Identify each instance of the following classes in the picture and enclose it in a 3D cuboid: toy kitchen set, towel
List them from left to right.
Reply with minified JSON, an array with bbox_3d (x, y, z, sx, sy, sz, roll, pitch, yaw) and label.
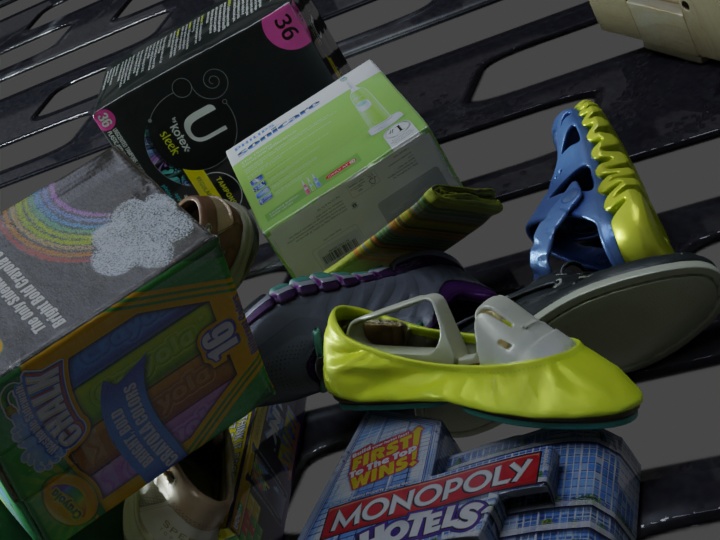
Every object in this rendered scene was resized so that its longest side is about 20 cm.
[{"bbox_3d":[0.000,0.000,1.094,0.199,0.018,0.086,-35,-22,28],"label":"towel"},{"bbox_3d":[0.265,-0.277,1.194,0.163,0.181,0.200,-38,30,-14],"label":"toy kitchen set"}]

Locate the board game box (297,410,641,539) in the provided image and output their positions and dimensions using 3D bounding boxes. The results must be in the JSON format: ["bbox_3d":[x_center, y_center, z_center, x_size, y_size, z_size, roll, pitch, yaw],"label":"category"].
[{"bbox_3d":[0.044,0.141,0.850,0.198,0.062,0.201,-21,29,24],"label":"board game box"}]

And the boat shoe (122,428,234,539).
[{"bbox_3d":[-0.102,0.093,0.947,0.065,0.071,0.201,-56,28,24],"label":"boat shoe"}]

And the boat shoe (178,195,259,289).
[{"bbox_3d":[-0.149,0.033,1.173,0.075,0.072,0.202,22,86,34],"label":"boat shoe"}]

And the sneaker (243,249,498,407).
[{"bbox_3d":[0.005,0.040,1.016,0.199,0.075,0.087,-23,28,-30],"label":"sneaker"}]

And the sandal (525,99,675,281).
[{"bbox_3d":[0.143,-0.044,1.051,0.087,0.080,0.201,-29,24,14],"label":"sandal"}]

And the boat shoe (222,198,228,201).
[{"bbox_3d":[-0.151,0.031,1.264,0.203,0.075,0.075,-52,32,-11],"label":"boat shoe"}]

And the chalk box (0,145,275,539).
[{"bbox_3d":[-0.168,0.052,0.863,0.199,0.125,0.124,-33,44,-18],"label":"chalk box"}]

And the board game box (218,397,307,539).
[{"bbox_3d":[-0.124,0.142,1.047,0.164,0.057,0.201,-21,29,19],"label":"board game box"}]

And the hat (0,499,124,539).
[{"bbox_3d":[-0.209,0.130,0.885,0.164,0.177,0.201,-3,46,25],"label":"hat"}]

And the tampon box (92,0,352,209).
[{"bbox_3d":[-0.111,-0.148,1.434,0.199,0.151,0.127,-28,25,11],"label":"tampon box"}]

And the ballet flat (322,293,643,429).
[{"bbox_3d":[0.059,0.046,0.885,0.198,0.068,0.067,1,15,37],"label":"ballet flat"}]

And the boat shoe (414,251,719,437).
[{"bbox_3d":[0.118,0.030,0.948,0.198,0.074,0.066,-32,35,24],"label":"boat shoe"}]

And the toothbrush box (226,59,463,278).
[{"bbox_3d":[-0.012,-0.070,1.258,0.145,0.086,0.200,-33,26,1],"label":"toothbrush box"}]
